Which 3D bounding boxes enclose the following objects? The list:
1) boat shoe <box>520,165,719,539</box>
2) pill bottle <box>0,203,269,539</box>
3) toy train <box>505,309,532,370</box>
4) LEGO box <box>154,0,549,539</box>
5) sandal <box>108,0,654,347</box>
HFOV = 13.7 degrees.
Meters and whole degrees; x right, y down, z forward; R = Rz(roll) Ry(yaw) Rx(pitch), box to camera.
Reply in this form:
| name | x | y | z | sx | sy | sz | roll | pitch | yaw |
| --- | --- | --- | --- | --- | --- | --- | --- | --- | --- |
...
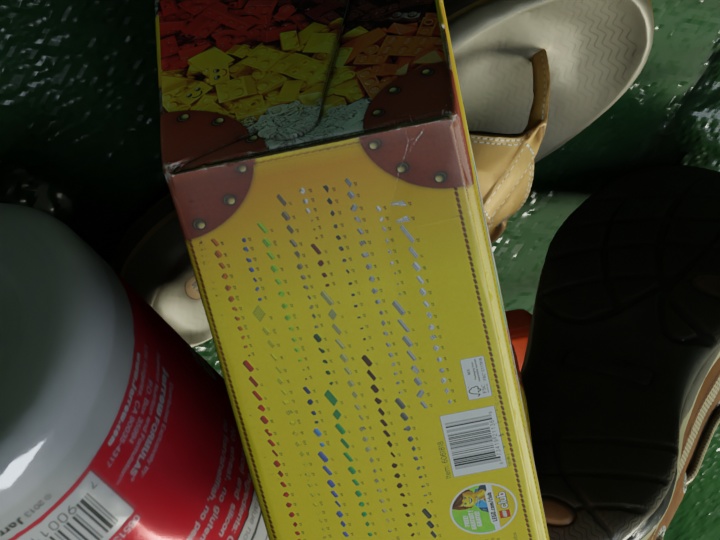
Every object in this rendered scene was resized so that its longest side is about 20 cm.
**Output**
| name | x | y | z | sx | sy | sz | roll | pitch | yaw |
| --- | --- | --- | --- | --- | --- | --- | --- | --- | --- |
| boat shoe | 0.086 | 0.042 | 1.000 | 0.200 | 0.075 | 0.074 | -56 | 158 | -45 |
| pill bottle | -0.080 | 0.075 | 0.932 | 0.112 | 0.112 | 0.200 | -36 | 136 | 5 |
| toy train | -0.013 | 0.082 | 1.065 | 0.199 | 0.056 | 0.151 | -16 | 116 | -7 |
| LEGO box | 0.000 | 0.000 | 0.845 | 0.077 | 0.149 | 0.201 | -11 | 127 | 3 |
| sandal | 0.013 | -0.025 | 0.953 | 0.199 | 0.054 | 0.080 | -32 | 143 | -1 |
